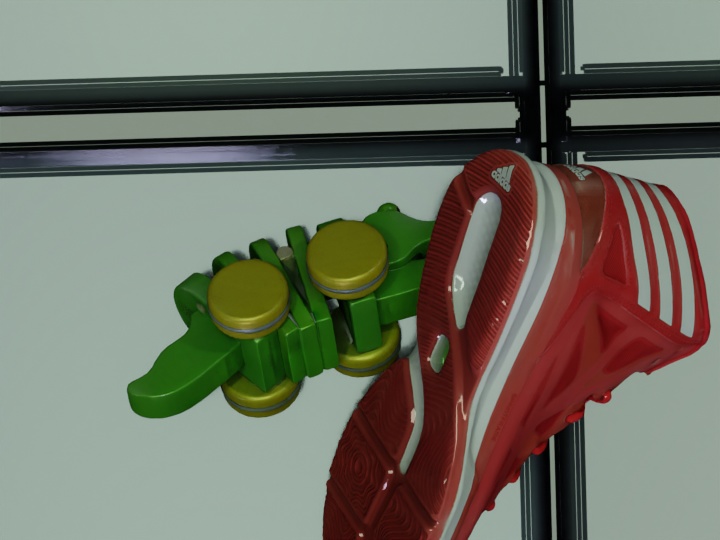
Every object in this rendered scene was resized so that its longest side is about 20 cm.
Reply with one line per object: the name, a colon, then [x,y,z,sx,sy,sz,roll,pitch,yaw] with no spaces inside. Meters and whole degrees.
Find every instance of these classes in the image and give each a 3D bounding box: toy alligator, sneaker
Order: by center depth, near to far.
sneaker: [0.067,0.053,1.066,0.115,0.078,0.201,5,123,-31]
toy alligator: [0.000,0.000,1.081,0.199,0.059,0.054,-22,52,-11]
